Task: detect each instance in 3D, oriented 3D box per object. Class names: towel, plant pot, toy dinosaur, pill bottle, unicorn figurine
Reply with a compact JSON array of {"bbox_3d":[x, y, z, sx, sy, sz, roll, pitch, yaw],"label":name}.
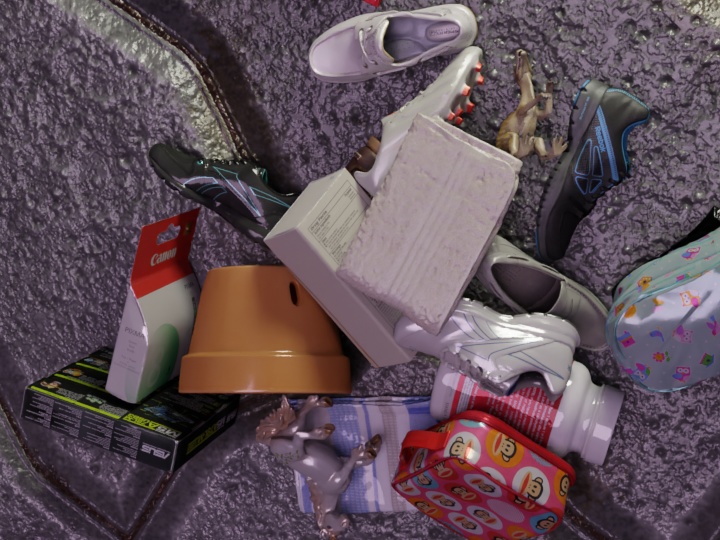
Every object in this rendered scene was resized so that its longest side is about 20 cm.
[{"bbox_3d":[0.072,-0.051,1.246,0.132,0.034,0.201,29,93,13],"label":"towel"},{"bbox_3d":[-0.108,0.070,1.379,0.198,0.200,0.142,-2,83,17],"label":"plant pot"},{"bbox_3d":[0.168,-0.135,1.286,0.058,0.101,0.202,23,85,-25],"label":"toy dinosaur"},{"bbox_3d":[0.185,0.142,1.335,0.198,0.112,0.113,19,106,13],"label":"pill bottle"},{"bbox_3d":[-0.043,0.232,1.419,0.200,0.074,0.137,47,118,-3],"label":"unicorn figurine"},{"bbox_3d":[0.008,0.223,1.452,0.198,0.024,0.149,-4,101,17],"label":"towel"}]

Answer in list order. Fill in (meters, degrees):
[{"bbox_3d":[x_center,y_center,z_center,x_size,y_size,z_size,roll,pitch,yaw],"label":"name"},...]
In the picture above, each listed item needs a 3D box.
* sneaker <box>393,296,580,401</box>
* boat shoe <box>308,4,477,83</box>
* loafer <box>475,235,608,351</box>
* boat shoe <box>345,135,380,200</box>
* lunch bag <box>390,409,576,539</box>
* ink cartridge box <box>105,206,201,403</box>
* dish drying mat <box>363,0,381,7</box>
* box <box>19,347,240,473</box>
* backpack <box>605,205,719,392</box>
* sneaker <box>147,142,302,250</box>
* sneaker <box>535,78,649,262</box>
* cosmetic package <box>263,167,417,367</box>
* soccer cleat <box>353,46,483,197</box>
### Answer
[{"bbox_3d":[0.130,0.084,1.266,0.198,0.075,0.088,8,62,7],"label":"sneaker"},{"bbox_3d":[0.027,-0.252,1.325,0.198,0.069,0.072,-12,99,19],"label":"boat shoe"},{"bbox_3d":[0.201,0.033,1.301,0.199,0.070,0.070,30,104,-19],"label":"loafer"},{"bbox_3d":[0.063,-0.062,1.351,0.200,0.070,0.070,43,95,15],"label":"boat shoe"},{"bbox_3d":[0.120,0.226,1.322,0.175,0.082,0.200,31,152,-12],"label":"lunch bag"},{"bbox_3d":[-0.225,0.038,1.411,0.050,0.161,0.202,21,106,11],"label":"ink cartridge box"},{"bbox_3d":[-0.053,-0.373,1.353,0.198,0.018,0.077,27,108,9],"label":"dish drying mat"},{"bbox_3d":[-0.268,0.161,1.432,0.198,0.193,0.048,17,107,12],"label":"box"},{"bbox_3d":[0.352,0.039,1.257,0.199,0.127,0.168,-24,97,23],"label":"backpack"},{"bbox_3d":[-0.157,-0.102,1.419,0.199,0.075,0.080,32,97,0],"label":"sneaker"},{"bbox_3d":[0.244,-0.098,1.289,0.081,0.073,0.202,20,106,12],"label":"sneaker"},{"bbox_3d":[0.000,0.000,1.328,0.200,0.104,0.073,50,147,-16],"label":"cosmetic package"},{"bbox_3d":[0.066,-0.164,1.305,0.077,0.069,0.201,28,82,16],"label":"soccer cleat"}]
